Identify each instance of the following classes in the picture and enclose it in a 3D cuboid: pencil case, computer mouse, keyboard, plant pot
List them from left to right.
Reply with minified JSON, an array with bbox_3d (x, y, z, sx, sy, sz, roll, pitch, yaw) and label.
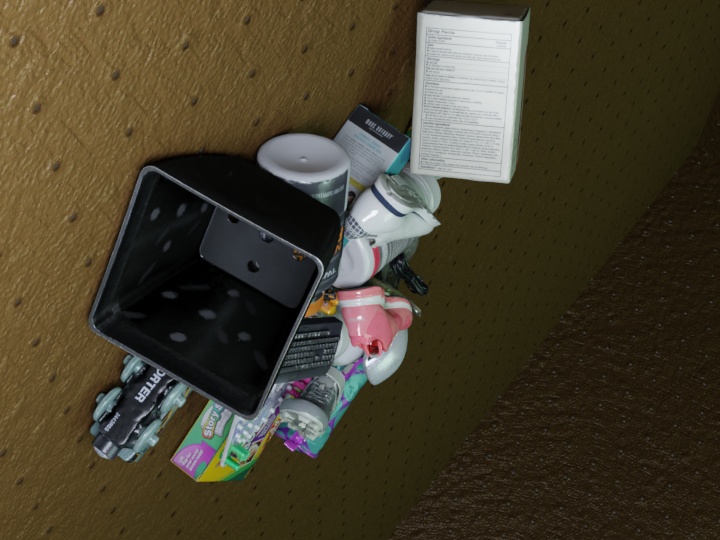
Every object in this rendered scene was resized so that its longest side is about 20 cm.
[{"bbox_3d":[-0.129,-0.006,1.331,0.200,0.199,0.177,-65,174,27],"label":"plant pot"},{"bbox_3d":[-0.072,0.075,1.600,0.200,0.020,0.128,-3,103,-64],"label":"keyboard"},{"bbox_3d":[-0.053,0.199,2.080,0.201,0.085,0.092,-56,179,0],"label":"pencil case"},{"bbox_3d":[0.053,0.074,1.865,0.110,0.044,0.201,60,40,-52],"label":"computer mouse"}]

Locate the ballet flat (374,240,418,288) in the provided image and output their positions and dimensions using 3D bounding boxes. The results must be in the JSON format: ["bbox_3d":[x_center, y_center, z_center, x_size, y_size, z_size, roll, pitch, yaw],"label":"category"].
[{"bbox_3d":[0.046,-0.011,2.037,0.067,0.046,0.201,-10,135,-23],"label":"ballet flat"}]

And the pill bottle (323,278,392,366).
[{"bbox_3d":[-0.021,0.077,1.890,0.111,0.111,0.200,-61,163,19],"label":"pill bottle"}]

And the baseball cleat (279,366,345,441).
[{"bbox_3d":[-0.063,0.171,1.745,0.107,0.069,0.200,-63,179,-12],"label":"baseball cleat"}]

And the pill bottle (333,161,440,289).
[{"bbox_3d":[0.021,-0.068,1.734,0.200,0.110,0.111,-39,157,-42],"label":"pill bottle"}]

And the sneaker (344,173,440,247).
[{"bbox_3d":[0.036,-0.066,1.589,0.081,0.076,0.200,-46,161,12],"label":"sneaker"}]

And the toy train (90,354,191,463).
[{"bbox_3d":[-0.231,0.132,1.483,0.200,0.085,0.114,-53,175,-13],"label":"toy train"}]

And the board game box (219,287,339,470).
[{"bbox_3d":[-0.102,0.143,1.700,0.200,0.026,0.201,-48,164,-46],"label":"board game box"}]

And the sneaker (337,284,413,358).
[{"bbox_3d":[0.018,0.075,1.727,0.200,0.073,0.088,24,61,-68],"label":"sneaker"}]

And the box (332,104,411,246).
[{"bbox_3d":[-0.024,-0.098,1.604,0.201,0.082,0.049,-53,164,-5],"label":"box"}]

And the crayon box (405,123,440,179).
[{"bbox_3d":[0.124,-0.220,1.834,0.127,0.051,0.201,-26,147,-59],"label":"crayon box"}]

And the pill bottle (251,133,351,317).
[{"bbox_3d":[-0.070,-0.045,1.472,0.106,0.106,0.201,-38,144,-45],"label":"pill bottle"}]

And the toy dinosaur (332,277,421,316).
[{"bbox_3d":[0.000,0.000,1.804,0.047,0.199,0.089,175,-73,-67],"label":"toy dinosaur"}]

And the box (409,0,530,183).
[{"bbox_3d":[0.134,-0.221,1.588,0.109,0.127,0.202,-57,152,-66],"label":"box"}]

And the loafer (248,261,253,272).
[{"bbox_3d":[-0.139,0.052,1.610,0.069,0.075,0.201,-22,142,-39],"label":"loafer"}]

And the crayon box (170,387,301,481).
[{"bbox_3d":[-0.160,0.199,1.825,0.201,0.058,0.172,-57,163,2],"label":"crayon box"}]
